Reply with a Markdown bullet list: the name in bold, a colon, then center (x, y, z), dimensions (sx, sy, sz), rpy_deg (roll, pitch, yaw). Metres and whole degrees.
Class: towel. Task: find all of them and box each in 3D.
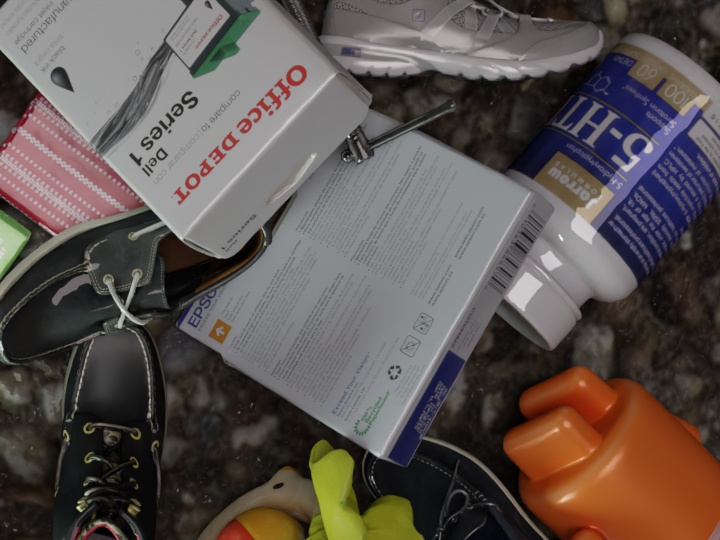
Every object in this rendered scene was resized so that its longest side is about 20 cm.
- **towel**: center (-0.142, -0.100, 1.288), dimensions (0.144, 0.022, 0.201), rpy_deg (36, 86, -9)

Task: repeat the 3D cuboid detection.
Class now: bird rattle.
- **bird rattle**: center (-0.056, 0.206, 1.248), dimensions (0.200, 0.163, 0.113), rpy_deg (-48, 121, -5)

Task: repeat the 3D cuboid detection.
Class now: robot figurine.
- **robot figurine**: center (0.189, 0.153, 1.302), dimensions (0.117, 0.144, 0.200), rpy_deg (-44, 106, 6)

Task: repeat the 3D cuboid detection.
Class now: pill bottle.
- **pill bottle**: center (0.161, -0.050, 1.291), dimensions (0.120, 0.120, 0.200), rpy_deg (42, 85, -8)

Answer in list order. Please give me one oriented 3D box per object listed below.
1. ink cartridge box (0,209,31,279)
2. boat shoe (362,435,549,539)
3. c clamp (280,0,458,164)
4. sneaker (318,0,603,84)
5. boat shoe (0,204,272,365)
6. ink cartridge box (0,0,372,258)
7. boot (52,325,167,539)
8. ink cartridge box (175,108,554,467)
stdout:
- **ink cartridge box**: center (-0.334, -0.024, 1.227), dimensions (0.200, 0.084, 0.146), rpy_deg (37, 86, -9)
- **boat shoe**: center (0.071, 0.177, 1.270), dimensions (0.200, 0.062, 0.075), rpy_deg (41, 112, 28)
- **c clamp**: center (-0.058, -0.148, 1.263), dimensions (0.170, 0.027, 0.201), rpy_deg (-31, 90, 7)
- **sneaker**: center (0.069, -0.169, 1.293), dimensions (0.198, 0.075, 0.083), rpy_deg (1, 94, -9)
- **boat shoe**: center (-0.151, 0.005, 1.234), dimensions (0.199, 0.068, 0.072), rpy_deg (-27, 123, -19)
- **ink cartridge box**: center (-0.113, -0.128, 1.200), dimensions (0.146, 0.084, 0.200), rpy_deg (-47, 73, 5)
- **boot**: center (-0.158, 0.133, 1.227), dimensions (0.073, 0.154, 0.205), rpy_deg (6, 90, -10)
- **ink cartridge box**: center (0.000, 0.000, 1.268), dimensions (0.199, 0.041, 0.200), rpy_deg (30, 88, 35)
